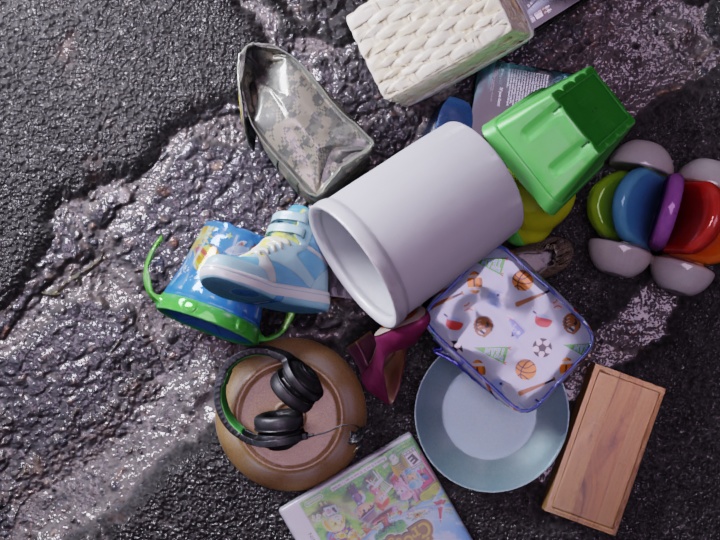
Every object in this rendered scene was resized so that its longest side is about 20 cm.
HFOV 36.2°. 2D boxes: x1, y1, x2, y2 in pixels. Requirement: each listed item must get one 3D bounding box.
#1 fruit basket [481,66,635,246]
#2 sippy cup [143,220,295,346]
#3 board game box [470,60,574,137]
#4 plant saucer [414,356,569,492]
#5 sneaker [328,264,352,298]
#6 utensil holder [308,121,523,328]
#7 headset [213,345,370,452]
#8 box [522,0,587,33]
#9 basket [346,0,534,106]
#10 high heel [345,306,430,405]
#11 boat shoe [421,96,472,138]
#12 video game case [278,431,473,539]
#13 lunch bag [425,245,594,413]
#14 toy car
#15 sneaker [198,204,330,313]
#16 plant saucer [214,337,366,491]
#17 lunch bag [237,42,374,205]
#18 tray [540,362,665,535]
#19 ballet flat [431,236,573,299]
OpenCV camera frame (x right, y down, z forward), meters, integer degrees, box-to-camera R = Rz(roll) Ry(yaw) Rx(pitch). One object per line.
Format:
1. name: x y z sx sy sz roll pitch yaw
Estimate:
1. fruit basket: 0.223 -0.133 1.357 0.215 0.216 0.156 -39 89 -1
2. sippy cup: -0.173 0.012 1.393 0.139 0.178 0.131 9 74 40
3. board game box: 0.204 -0.169 1.444 0.135 0.028 0.201 10 88 -1
4. plant saucer: 0.168 0.184 1.429 0.200 0.039 0.202 0 88 -1
5. sneaker: 0.000 0.000 1.423 0.199 0.082 0.075 27 113 17
6. utensil holder: 0.068 -0.057 1.298 0.200 0.170 0.170 -34 89 -16
7. headset: -0.085 0.170 1.384 0.199 0.094 0.124 24 100 13
8. box: 0.229 -0.405 1.441 0.200 0.050 0.158 -31 88 -1
9. basket: 0.097 -0.306 1.372 0.199 0.123 0.136 -27 89 18
10. high heel: 0.054 0.107 1.360 0.067 0.200 0.096 -35 90 -25
11. boat shoe: 0.098 -0.122 1.427 0.084 0.069 0.201 27 83 -13
12. video game case: 0.024 0.338 1.428 0.199 0.022 0.183 -30 91 -1
13. lunch bag: 0.178 0.072 1.377 0.200 0.076 0.160 43 94 2
14. toy car: 0.388 -0.068 1.382 0.199 0.150 0.176 16 89 0
15. sneaker: -0.112 -0.025 1.324 0.079 0.200 0.131 -4 76 37
16. plant saucer: -0.091 0.188 1.428 0.199 0.035 0.201 0 88 -1
17. lunch bag: -0.085 -0.184 1.376 0.118 0.164 0.200 -42 89 -3
18. tray: 0.315 0.230 1.429 0.098 0.037 0.201 19 89 1
19. ballet flat: 0.185 0.008 1.430 0.199 0.046 0.068 -22 88 -1
